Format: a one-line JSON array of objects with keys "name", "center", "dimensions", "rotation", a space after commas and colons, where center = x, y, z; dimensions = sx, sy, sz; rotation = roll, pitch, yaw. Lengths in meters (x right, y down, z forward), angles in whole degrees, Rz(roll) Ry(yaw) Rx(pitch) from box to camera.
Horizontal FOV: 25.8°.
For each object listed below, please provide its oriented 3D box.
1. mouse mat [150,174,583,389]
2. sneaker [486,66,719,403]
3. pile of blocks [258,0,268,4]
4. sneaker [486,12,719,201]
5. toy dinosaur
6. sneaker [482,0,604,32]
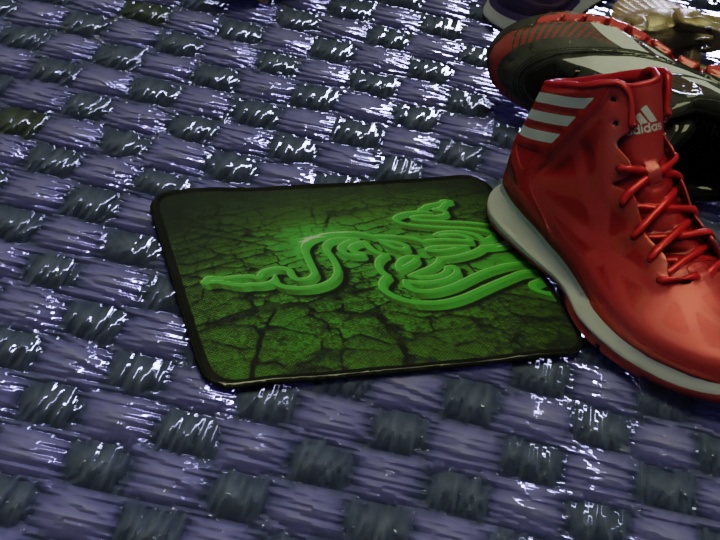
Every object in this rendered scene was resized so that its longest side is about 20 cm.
[{"name": "mouse mat", "center": [0.000, 0.000, 0.809], "dimensions": [0.198, 0.008, 0.161], "rotation": [-3, 38, -19]}, {"name": "sneaker", "center": [0.142, -0.029, 0.784], "dimensions": [0.078, 0.116, 0.200], "rotation": [-18, 44, -37]}, {"name": "pile of blocks", "center": [-0.022, -0.241, 1.067], "dimensions": [0.199, 0.083, 0.062], "rotation": [-17, 44, -31]}, {"name": "sneaker", "center": [0.160, -0.093, 0.916], "dimensions": [0.199, 0.071, 0.098], "rotation": [22, 35, 15]}, {"name": "toy dinosaur", "center": [0.211, -0.154, 1.024], "dimensions": [0.198, 0.059, 0.101], "rotation": [-2, 36, -15]}, {"name": "sneaker", "center": [0.153, -0.236, 1.095], "dimensions": [0.075, 0.088, 0.200], "rotation": [20, 37, 15]}]
